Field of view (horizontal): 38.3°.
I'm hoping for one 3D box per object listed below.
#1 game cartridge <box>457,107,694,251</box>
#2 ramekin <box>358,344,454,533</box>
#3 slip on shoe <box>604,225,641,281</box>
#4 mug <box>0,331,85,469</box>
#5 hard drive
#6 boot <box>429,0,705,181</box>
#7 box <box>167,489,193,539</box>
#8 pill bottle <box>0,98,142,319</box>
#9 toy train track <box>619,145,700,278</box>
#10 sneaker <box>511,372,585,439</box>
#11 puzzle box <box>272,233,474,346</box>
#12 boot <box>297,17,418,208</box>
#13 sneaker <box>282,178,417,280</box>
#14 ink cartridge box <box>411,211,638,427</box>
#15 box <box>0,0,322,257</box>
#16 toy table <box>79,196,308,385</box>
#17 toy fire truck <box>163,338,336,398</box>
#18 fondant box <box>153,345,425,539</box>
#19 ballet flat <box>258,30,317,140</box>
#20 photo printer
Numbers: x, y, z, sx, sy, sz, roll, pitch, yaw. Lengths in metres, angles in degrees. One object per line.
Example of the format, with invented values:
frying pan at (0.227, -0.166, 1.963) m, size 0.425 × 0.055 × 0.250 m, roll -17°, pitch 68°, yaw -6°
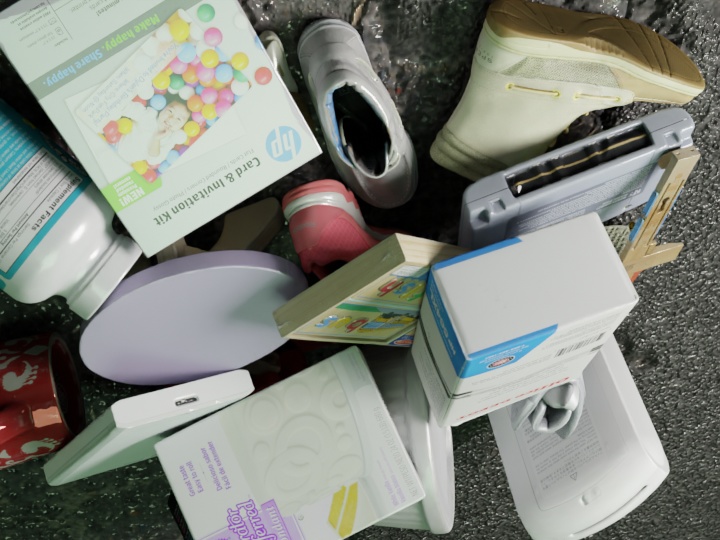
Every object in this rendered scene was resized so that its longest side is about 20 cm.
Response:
game cartridge at (0.176, -0.065, 0.881) m, size 0.198 × 0.041 × 0.134 m, roll -21°, pitch 157°, yaw -5°
ramekin at (0.036, 0.162, 1.036) m, size 0.093 × 0.204 × 0.203 m, roll -7°, pitch 135°, yaw 10°
slip on shoe at (0.182, 0.001, 0.997) m, size 0.198 × 0.075 × 0.062 m, roll -6°, pitch 138°, yaw -13°
mug at (-0.363, 0.148, 0.950) m, size 0.198 × 0.178 × 0.134 m, roll -14°, pitch 131°, yaw -5°
hard drive at (-0.196, 0.144, 0.939) m, size 0.131 × 0.027 × 0.200 m, roll -12°, pitch 164°, yaw -37°
boot at (0.170, -0.133, 0.866) m, size 0.198 × 0.073 × 0.155 m, roll 8°, pitch 133°, yaw -18°
box at (-0.108, 0.241, 1.056) m, size 0.121 × 0.200 × 0.107 m, roll 16°, pitch 96°, yaw -25°
pill bottle at (-0.262, -0.052, 0.776) m, size 0.200 × 0.111 × 0.111 m, roll 41°, pitch 117°, yaw -13°
toy train track at (0.239, -0.040, 0.903) m, size 0.114 × 0.033 × 0.201 m, roll -15°, pitch 147°, yaw -20°
sneaker at (0.158, 0.120, 1.048) m, size 0.074 × 0.116 × 0.200 m, roll 13°, pitch 147°, yaw -22°
puzzle box at (0.035, 0.022, 0.870) m, size 0.132 × 0.026 × 0.199 m, roll -32°, pitch 158°, yaw 28°
boot at (0.003, -0.100, 0.841) m, size 0.073 × 0.096 × 0.201 m, roll -22°, pitch 135°, yaw 9°
sneaker at (0.000, 0.000, 0.925) m, size 0.073 × 0.088 × 0.200 m, roll -23°, pitch 145°, yaw 29°
ink cartridge box at (0.126, 0.048, 0.867) m, size 0.145 × 0.085 × 0.200 m, roll -18°, pitch 160°, yaw -10°
box at (-0.142, -0.131, 0.737) m, size 0.155 × 0.041 × 0.201 m, roll -30°, pitch 118°, yaw 0°
toy table at (-0.145, 0.010, 0.899) m, size 0.198 × 0.118 × 0.185 m, roll -11°, pitch 135°, yaw -1°
toy fire truck at (-0.107, 0.091, 1.010) m, size 0.198 × 0.049 × 0.141 m, roll -16°, pitch 148°, yaw 4°
fondant box at (-0.060, 0.176, 0.912) m, size 0.198 × 0.145 × 0.058 m, roll -26°, pitch 171°, yaw 0°
ballet flat at (-0.105, -0.161, 0.794) m, size 0.198 × 0.068 × 0.073 m, roll 23°, pitch 106°, yaw -25°
photo printer at (0.222, 0.175, 1.078) m, size 0.166 × 0.201 × 0.069 m, roll -39°, pitch 129°, yaw 23°
